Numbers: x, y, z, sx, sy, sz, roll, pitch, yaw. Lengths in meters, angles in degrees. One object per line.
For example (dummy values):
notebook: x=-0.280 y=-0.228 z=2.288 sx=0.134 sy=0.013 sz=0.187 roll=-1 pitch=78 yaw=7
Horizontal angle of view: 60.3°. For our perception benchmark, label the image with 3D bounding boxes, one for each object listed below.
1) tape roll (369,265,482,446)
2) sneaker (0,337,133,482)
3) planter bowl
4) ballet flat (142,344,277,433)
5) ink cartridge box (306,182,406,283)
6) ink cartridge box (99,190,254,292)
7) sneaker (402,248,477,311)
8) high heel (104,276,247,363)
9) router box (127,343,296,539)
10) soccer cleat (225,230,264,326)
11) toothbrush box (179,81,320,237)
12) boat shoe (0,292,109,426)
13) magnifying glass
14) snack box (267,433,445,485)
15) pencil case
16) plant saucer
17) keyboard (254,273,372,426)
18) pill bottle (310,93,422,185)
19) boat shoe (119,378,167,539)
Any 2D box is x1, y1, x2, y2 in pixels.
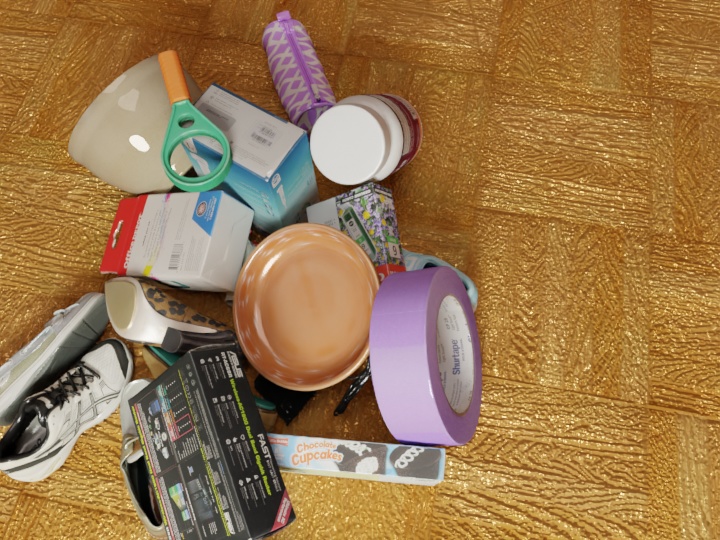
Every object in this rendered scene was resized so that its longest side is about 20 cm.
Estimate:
tape roll: x=0.081 y=0.098 z=0.711 sx=0.066 sy=0.200 sz=0.200 roll=-8 pitch=63 yaw=25
sneaker: x=-0.359 y=0.165 z=0.759 sx=0.076 sy=0.088 sz=0.200 roll=26 pitch=67 yaw=14
planter bowl: x=-0.281 y=-0.181 z=0.871 sx=0.135 sy=0.200 sz=0.200 roll=44 pitch=72 yaw=-7
ballet flat: x=-0.200 y=0.157 z=0.773 sx=0.200 sy=0.069 sz=0.063 roll=25 pitch=90 yaw=14
ink cartridge box: x=0.000 y=0.000 z=0.798 sx=0.109 sy=0.050 sz=0.200 roll=-17 pitch=76 yaw=30
ink cartridge box: x=-0.247 y=-0.037 z=0.825 sx=0.200 sy=0.067 sz=0.116 roll=2 pitch=73 yaw=33
sneaker: x=0.066 y=-0.003 z=0.826 sx=0.200 sy=0.082 sz=0.074 roll=19 pitch=67 yaw=11
high heel: x=-0.238 y=0.069 z=0.808 sx=0.200 sy=0.143 sz=0.071 roll=27 pitch=92 yaw=35
router box: x=-0.165 y=0.199 z=0.663 sx=0.062 sy=0.150 sz=0.200 roll=-3 pitch=65 yaw=-49
soccer cleat: x=-0.159 y=0.005 z=0.839 sx=0.078 sy=0.069 sz=0.200 roll=-30 pitch=71 yaw=-8
toothbrush box: x=-0.140 y=-0.128 z=0.824 sx=0.146 sy=0.200 sz=0.085 roll=30 pitch=70 yaw=15
boat shoe: x=-0.406 y=0.102 z=0.798 sx=0.065 sy=0.074 sz=0.202 roll=36 pitch=78 yaw=11
magnifying glass: x=-0.206 y=-0.179 z=0.729 sx=0.079 sy=0.022 sz=0.200 roll=-18 pitch=66 yaw=-6
snack box: x=-0.009 y=0.217 z=0.709 sx=0.200 sy=0.116 sz=0.037 roll=4 pitch=69 yaw=3
pencil case: x=-0.093 y=-0.299 z=0.964 sx=0.084 sy=0.086 sz=0.200 roll=-21 pitch=66 yaw=-6
plant saucer: x=-0.062 y=0.043 z=0.753 sx=0.200 sy=0.037 sz=0.201 roll=-3 pitch=83 yaw=23
keyboard: x=-0.037 y=0.111 z=0.765 sx=0.127 sy=0.021 sz=0.200 roll=43 pitch=102 yaw=21
pill bottle: x=0.011 y=-0.177 z=0.833 sx=0.114 sy=0.200 sz=0.114 roll=5 pitch=108 yaw=16
boat shoe: x=-0.247 y=0.216 z=0.742 sx=0.075 sy=0.068 sz=0.200 roll=-22 pitch=67 yaw=-9
